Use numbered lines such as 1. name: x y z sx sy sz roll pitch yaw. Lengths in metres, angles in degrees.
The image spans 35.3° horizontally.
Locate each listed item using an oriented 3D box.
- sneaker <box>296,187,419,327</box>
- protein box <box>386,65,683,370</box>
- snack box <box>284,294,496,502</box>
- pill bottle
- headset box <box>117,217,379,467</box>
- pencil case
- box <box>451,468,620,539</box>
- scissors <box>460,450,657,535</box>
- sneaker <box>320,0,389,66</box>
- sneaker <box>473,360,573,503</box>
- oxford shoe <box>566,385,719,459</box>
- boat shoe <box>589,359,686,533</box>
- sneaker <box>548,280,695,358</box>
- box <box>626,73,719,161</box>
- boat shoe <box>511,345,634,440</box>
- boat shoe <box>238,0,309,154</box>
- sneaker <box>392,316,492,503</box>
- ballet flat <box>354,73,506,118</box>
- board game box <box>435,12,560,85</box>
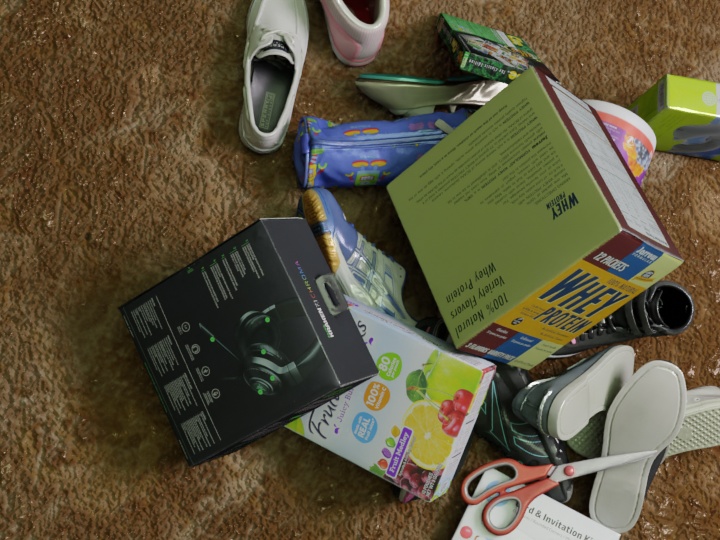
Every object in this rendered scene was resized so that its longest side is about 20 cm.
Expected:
1. sneaker: 0.000 0.000 1.197 0.088 0.075 0.201 -24 95 -23
2. protein box: 0.166 -0.046 1.110 0.135 0.198 0.201 19 41 -48
3. snack box: 0.015 0.119 1.116 0.199 0.053 0.143 25 101 20
4. pill bottle: 0.237 -0.074 1.234 0.111 0.111 0.201 27 76 -7
5. headset box: -0.103 0.064 1.086 0.200 0.093 0.175 -31 80 23
6. pencil case: 0.028 -0.128 1.200 0.199 0.087 0.078 -3 74 -6
7. box: 0.156 0.328 1.165 0.155 0.041 0.201 27 74 10
8. scissors: 0.200 0.203 1.161 0.199 0.014 0.073 -28 72 3
9. sneaker: -0.021 -0.330 1.226 0.075 0.105 0.201 -20 84 -13
10. sneaker: 0.163 0.162 1.210 0.079 0.075 0.201 -26 94 14
11. oxford shoe: 0.320 0.167 1.244 0.199 0.058 0.076 -8 114 -1
12. boat shoe: 0.291 0.178 1.185 0.074 0.060 0.201 15 110 14
13. sneaker: 0.269 0.049 1.227 0.199 0.099 0.071 -10 85 -13
14. box: 0.410 -0.167 1.283 0.199 0.122 0.048 8 75 -11
15. boat shoe: 0.226 0.118 1.175 0.200 0.062 0.073 -21 117 -51
16. boat shoe: -0.094 -0.227 1.210 0.072 0.066 0.201 13 78 -10
17. sneaker: 0.071 0.140 1.179 0.080 0.086 0.201 11 102 -48
18. ballet flat: 0.092 -0.187 1.250 0.199 0.069 0.070 -4 81 -14
19. board game box: 0.142 -0.232 1.207 0.104 0.200 0.024 14 112 -9
